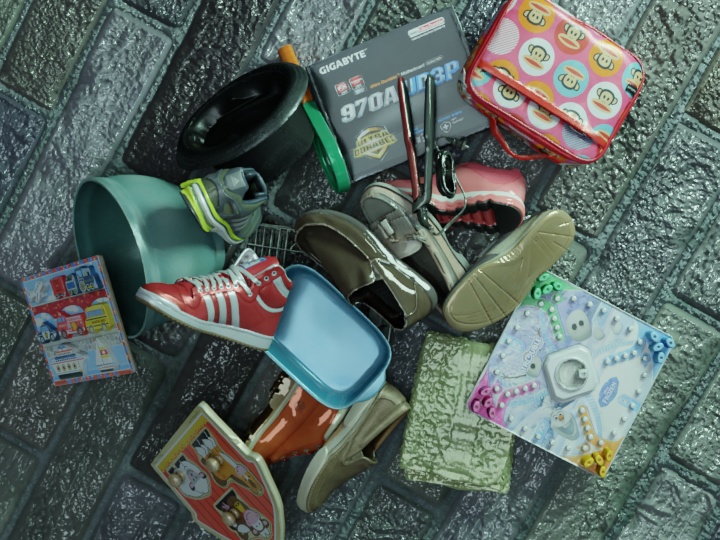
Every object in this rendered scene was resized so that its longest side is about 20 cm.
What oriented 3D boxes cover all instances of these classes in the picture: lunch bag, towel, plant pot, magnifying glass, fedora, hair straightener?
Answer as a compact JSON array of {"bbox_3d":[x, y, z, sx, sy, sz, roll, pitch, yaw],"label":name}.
[{"bbox_3d":[0.220,-0.217,1.397,0.200,0.082,0.176,31,88,-7],"label":"lunch bag"},{"bbox_3d":[0.131,0.182,1.487,0.148,0.036,0.200,9,97,6],"label":"towel"},{"bbox_3d":[-0.253,-0.031,1.445,0.134,0.200,0.200,-18,94,-33],"label":"plant pot"},{"bbox_3d":[-0.058,-0.190,1.463,0.022,0.080,0.200,-23,82,-9],"label":"magnifying glass"},{"bbox_3d":[-0.129,-0.167,1.441,0.201,0.201,0.092,-35,124,9],"label":"fedora"},{"bbox_3d":[0.091,-0.140,1.391,0.077,0.041,0.200,-7,78,11],"label":"hair straightener"}]

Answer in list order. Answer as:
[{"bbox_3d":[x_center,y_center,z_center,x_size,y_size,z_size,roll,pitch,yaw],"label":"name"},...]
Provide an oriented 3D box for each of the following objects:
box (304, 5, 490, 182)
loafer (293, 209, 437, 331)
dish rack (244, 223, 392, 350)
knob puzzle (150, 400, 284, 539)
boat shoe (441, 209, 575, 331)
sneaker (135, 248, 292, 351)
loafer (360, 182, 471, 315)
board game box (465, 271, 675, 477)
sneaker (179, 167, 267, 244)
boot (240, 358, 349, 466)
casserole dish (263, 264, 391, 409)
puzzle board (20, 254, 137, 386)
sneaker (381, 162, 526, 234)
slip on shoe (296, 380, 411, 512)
[{"bbox_3d":[0.053,-0.218,1.454,0.200,0.046,0.159,-21,93,8],"label":"box"},{"bbox_3d":[0.000,0.000,1.402,0.200,0.071,0.073,34,133,5],"label":"loafer"},{"bbox_3d":[-0.054,0.019,1.487,0.200,0.055,0.154,9,95,8],"label":"dish rack"},{"bbox_3d":[-0.175,0.286,1.481,0.219,0.030,0.220,19,126,28],"label":"knob puzzle"},{"bbox_3d":[0.176,-0.002,1.431,0.200,0.065,0.072,-44,107,-8],"label":"boat shoe"},{"bbox_3d":[-0.164,0.018,1.361,0.071,0.200,0.113,29,95,44],"label":"sneaker"},{"bbox_3d":[0.071,-0.022,1.430,0.200,0.063,0.072,45,138,-17],"label":"loafer"},{"bbox_3d":[0.263,0.129,1.446,0.200,0.026,0.200,27,91,-5],"label":"board game box"},{"bbox_3d":[-0.144,-0.081,1.388,0.081,0.200,0.074,-25,86,8],"label":"sneaker"},{"bbox_3d":[-0.096,0.221,1.503,0.107,0.075,0.200,32,104,-10],"label":"boot"},{"bbox_3d":[-0.050,0.080,1.445,0.200,0.039,0.121,42,99,3],"label":"casserole dish"},{"bbox_3d":[-0.365,0.068,1.486,0.200,0.017,0.151,-13,94,46],"label":"puzzle board"},{"bbox_3d":[0.114,-0.095,1.457,0.200,0.074,0.087,5,51,20],"label":"sneaker"},{"bbox_3d":[-0.009,0.233,1.489,0.061,0.076,0.200,35,92,20],"label":"slip on shoe"}]
